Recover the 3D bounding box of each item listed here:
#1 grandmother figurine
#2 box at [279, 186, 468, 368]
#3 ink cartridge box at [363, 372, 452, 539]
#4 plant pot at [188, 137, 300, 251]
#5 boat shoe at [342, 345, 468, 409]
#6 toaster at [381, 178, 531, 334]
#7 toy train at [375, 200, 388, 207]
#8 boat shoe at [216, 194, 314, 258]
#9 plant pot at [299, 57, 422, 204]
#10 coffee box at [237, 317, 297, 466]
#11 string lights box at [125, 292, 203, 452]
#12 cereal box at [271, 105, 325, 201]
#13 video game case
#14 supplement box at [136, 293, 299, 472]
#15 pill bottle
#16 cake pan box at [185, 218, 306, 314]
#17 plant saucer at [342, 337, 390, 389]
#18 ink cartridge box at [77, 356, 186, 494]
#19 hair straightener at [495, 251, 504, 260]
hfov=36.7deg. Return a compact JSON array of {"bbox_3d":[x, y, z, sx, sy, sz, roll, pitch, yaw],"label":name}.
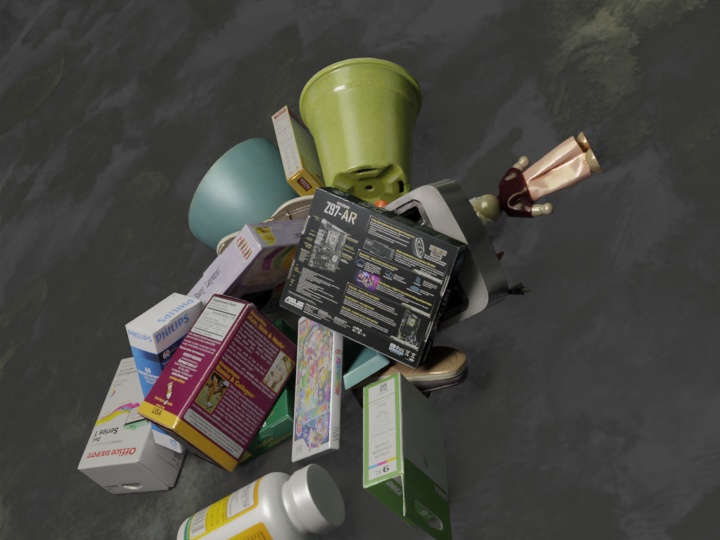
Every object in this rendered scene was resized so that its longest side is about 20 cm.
[{"bbox_3d":[0.231,-0.117,1.494,0.199,0.061,0.122,-30,30,15],"label":"grandmother figurine"},{"bbox_3d":[0.013,0.006,1.338,0.198,0.043,0.162,23,104,17],"label":"box"},{"bbox_3d":[0.054,0.233,1.285,0.059,0.104,0.201,-26,40,23],"label":"ink cartridge box"},{"bbox_3d":[-0.161,-0.095,1.770,0.134,0.200,0.201,38,82,22],"label":"plant pot"},{"bbox_3d":[0.063,0.144,1.396,0.199,0.065,0.072,-12,19,41],"label":"boat shoe"},{"bbox_3d":[0.085,-0.006,1.397,0.199,0.182,0.119,-27,-2,20],"label":"toaster"},{"bbox_3d":[0.000,0.000,1.553,0.200,0.055,0.150,-50,34,12],"label":"toy train"},{"bbox_3d":[-0.131,-0.052,1.672,0.198,0.072,0.060,-24,23,4],"label":"boat shoe"},{"bbox_3d":[0.007,-0.194,1.697,0.199,0.200,0.186,-24,53,26],"label":"plant pot"},{"bbox_3d":[-0.145,0.176,1.585,0.122,0.044,0.201,-33,37,18],"label":"coffee box"},{"bbox_3d":[-0.262,0.147,1.563,0.059,0.202,0.103,12,33,35],"label":"string lights box"},{"bbox_3d":[-0.078,-0.165,1.769,0.039,0.144,0.201,-35,36,14],"label":"cereal box"},{"bbox_3d":[-0.057,0.146,1.442,0.143,0.018,0.202,145,130,-61],"label":"video game case"},{"bbox_3d":[-0.192,0.153,1.504,0.103,0.131,0.201,11,63,49],"label":"supplement box"},{"bbox_3d":[-0.122,0.323,1.362,0.199,0.113,0.113,-31,38,18],"label":"pill bottle"},{"bbox_3d":[-0.148,0.002,1.608,0.200,0.183,0.053,-45,66,31],"label":"cake pan box"},{"bbox_3d":[0.000,0.102,1.471,0.070,0.019,0.200,-32,16,7],"label":"plant saucer"},{"bbox_3d":[-0.332,0.233,1.677,0.144,0.084,0.201,-13,47,36],"label":"ink cartridge box"},{"bbox_3d":[0.101,0.018,1.485,0.200,0.077,0.041,-44,-8,14],"label":"hair straightener"}]
